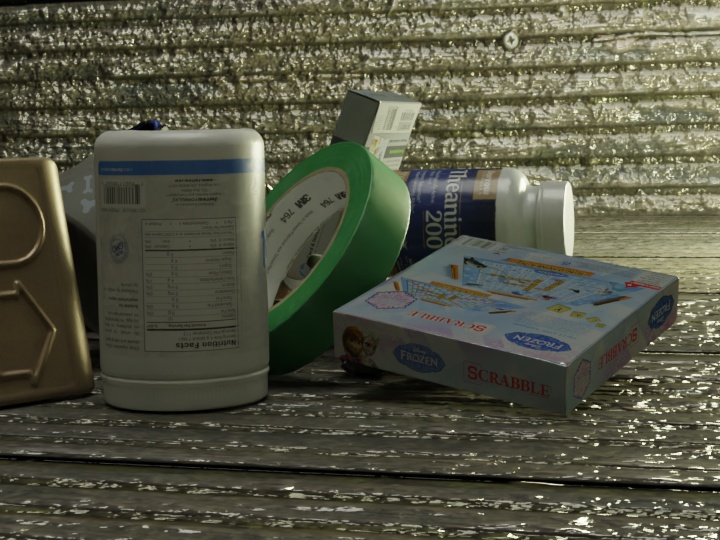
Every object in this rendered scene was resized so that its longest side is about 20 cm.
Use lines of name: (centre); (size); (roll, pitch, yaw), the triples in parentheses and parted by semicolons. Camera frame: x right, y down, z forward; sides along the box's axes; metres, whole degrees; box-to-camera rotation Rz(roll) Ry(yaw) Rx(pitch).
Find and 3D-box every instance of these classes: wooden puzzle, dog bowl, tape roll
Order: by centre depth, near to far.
wooden puzzle: (-0.298, 0.012, 1.219); (0.046, 0.188, 0.199); (-16, -8, 43)
tape roll: (-0.044, -0.011, 1.354); (0.048, 0.202, 0.200); (36, -13, -26)
dog bowl: (-0.225, -0.009, 1.450); (0.199, 0.201, 0.059); (5, 43, 51)

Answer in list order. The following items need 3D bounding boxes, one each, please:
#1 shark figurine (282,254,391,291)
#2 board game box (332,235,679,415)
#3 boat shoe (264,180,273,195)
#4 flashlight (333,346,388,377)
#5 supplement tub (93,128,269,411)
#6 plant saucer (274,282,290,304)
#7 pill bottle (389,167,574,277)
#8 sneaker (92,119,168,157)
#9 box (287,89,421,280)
shark figurine: (-0.001, 0.017, 1.508); (0.089, 0.130, 0.214); (-17, -8, -21)
board game box: (0.114, 0.035, 1.248); (0.198, 0.042, 0.199); (12, 24, 32)
boat shoe: (-0.137, -0.058, 1.469); (0.071, 0.077, 0.199); (5, -17, 38)
flashlight: (0.039, 0.040, 1.400); (0.067, 0.068, 0.200); (-36, -5, 25)
supplement tub: (-0.134, -0.004, 1.225); (0.130, 0.203, 0.132); (-1, 6, 0)
plant saucer: (-0.054, 0.036, 1.680); (0.197, 0.036, 0.200); (-1, 5, 0)
pill bottle: (0.115, -0.049, 1.672); (0.197, 0.113, 0.111); (0, 5, 15)
sneaker: (-0.191, -0.079, 1.581); (0.080, 0.117, 0.199); (-13, -27, 33)
box: (-0.005, -0.086, 1.700); (0.041, 0.202, 0.156); (21, 11, 15)
